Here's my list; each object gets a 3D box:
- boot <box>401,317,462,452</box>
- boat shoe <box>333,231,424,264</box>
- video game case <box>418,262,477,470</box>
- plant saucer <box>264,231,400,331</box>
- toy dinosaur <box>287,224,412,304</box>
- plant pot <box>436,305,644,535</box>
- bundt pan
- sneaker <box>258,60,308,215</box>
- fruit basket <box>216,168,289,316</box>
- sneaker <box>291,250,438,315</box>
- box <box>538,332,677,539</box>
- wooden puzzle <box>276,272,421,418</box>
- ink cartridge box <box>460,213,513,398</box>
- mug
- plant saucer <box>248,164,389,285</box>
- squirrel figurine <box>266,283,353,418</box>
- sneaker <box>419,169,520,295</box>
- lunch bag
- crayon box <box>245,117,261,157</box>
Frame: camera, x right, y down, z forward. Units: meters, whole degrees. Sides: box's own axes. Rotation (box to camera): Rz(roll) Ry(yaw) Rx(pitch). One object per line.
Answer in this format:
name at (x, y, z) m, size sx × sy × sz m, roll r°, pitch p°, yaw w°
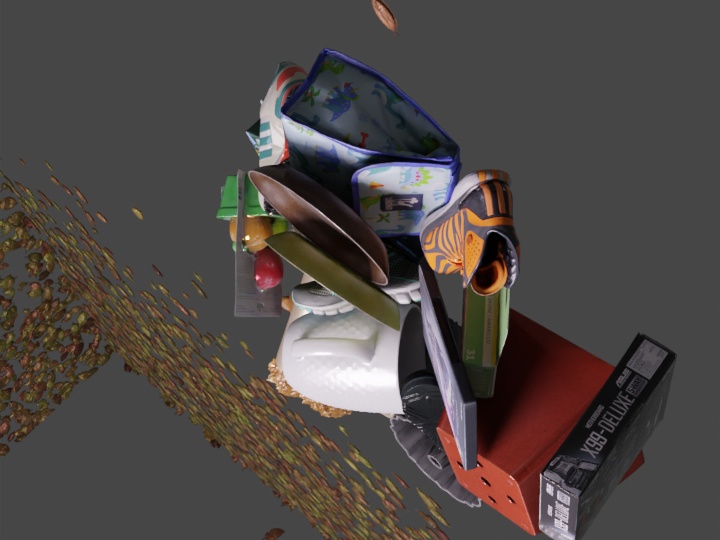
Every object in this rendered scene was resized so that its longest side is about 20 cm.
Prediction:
boot at (0.106, 0.133, 1.632) m, size 0.073 × 0.164 × 0.199 m, roll -12°, pitch 144°, yaw 19°
boat shoe at (-0.006, -0.062, 1.506) m, size 0.198 × 0.069 × 0.084 m, roll 17°, pitch 174°, yaw -1°
video game case at (0.102, 0.111, 1.443) m, size 0.143 × 0.019 × 0.201 m, roll 83°, pitch 172°, yaw -51°
plant saucer at (-0.027, 0.006, 1.510) m, size 0.199 × 0.031 × 0.200 m, roll 33°, pitch -178°, yaw -1°
toy dinosaur at (-0.014, 0.001, 1.725) m, size 0.200 × 0.102 × 0.077 m, roll 43°, pitch 161°, yaw 12°
plant pot at (0.209, 0.200, 1.531) m, size 0.199 × 0.176 × 0.201 m, roll 31°, pitch 156°, yaw 39°
bundt pan at (0.144, 0.283, 1.991) m, size 0.202 × 0.076 × 0.202 m, roll 41°, pitch 160°, yaw 18°
sneaker at (-0.092, -0.166, 1.541) m, size 0.094 × 0.070 × 0.201 m, roll -117°, pitch 31°, yaw -44°
fruit basket at (-0.150, -0.035, 1.761) m, size 0.093 × 0.202 × 0.185 m, roll 5°, pitch 180°, yaw 16°
sneaker at (0.000, 0.000, 1.634) m, size 0.078 × 0.198 × 0.092 m, roll -62°, pitch -41°, yaw -68°
box at (0.267, 0.188, 1.345) m, size 0.050 × 0.200 × 0.158 m, roll 30°, pitch 157°, yaw 23°
wooden puzzle at (-0.016, 0.101, 1.779) m, size 0.199 × 0.046 × 0.187 m, roll 24°, pitch 113°, yaw 10°
ink cartridge box at (0.142, 0.044, 1.421) m, size 0.047 × 0.147 × 0.200 m, roll 3°, pitch 153°, yaw 4°
mug at (-0.019, 0.112, 1.658) m, size 0.174 × 0.149 × 0.200 m, roll 1°, pitch 172°, yaw 19°
plant saucer at (-0.040, -0.057, 1.393) m, size 0.200 × 0.032 × 0.200 m, roll 37°, pitch 170°, yaw 7°
squirrel figurine at (-0.051, 0.113, 1.880) m, size 0.187 × 0.200 × 0.141 m, roll 46°, pitch 168°, yaw -26°
sneaker at (0.117, -0.016, 1.350) m, size 0.200 × 0.077 × 0.113 m, roll 112°, pitch 154°, yaw -63°
lunch bag at (0.019, -0.124, 1.387) m, size 0.199 × 0.128 × 0.170 m, roll 26°, pitch 158°, yaw 13°
crayon box at (-0.056, -0.127, 1.636) m, size 0.199 × 0.052 × 0.126 m, roll 27°, pitch 153°, yaw 44°
